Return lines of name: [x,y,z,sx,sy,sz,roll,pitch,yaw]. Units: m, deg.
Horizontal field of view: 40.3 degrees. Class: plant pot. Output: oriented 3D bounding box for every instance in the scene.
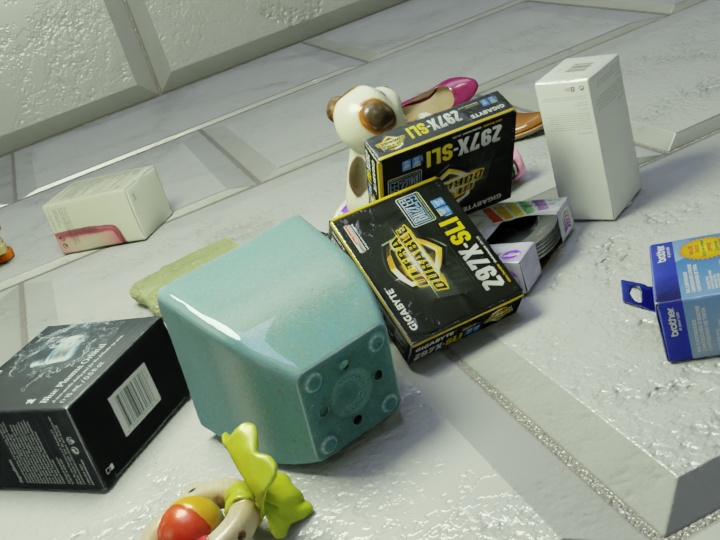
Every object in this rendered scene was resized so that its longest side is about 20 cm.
plant pot: [-0.066,0.090,1.053,0.196,0.197,0.200,-31,36,-27]

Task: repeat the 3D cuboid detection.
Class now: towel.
towel: [-0.257,0.010,1.557,0.199,0.037,0.148,-29,26,-24]

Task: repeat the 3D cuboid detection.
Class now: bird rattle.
bird rattle: [-0.140,0.251,0.906,0.162,0.113,0.200,-13,34,43]

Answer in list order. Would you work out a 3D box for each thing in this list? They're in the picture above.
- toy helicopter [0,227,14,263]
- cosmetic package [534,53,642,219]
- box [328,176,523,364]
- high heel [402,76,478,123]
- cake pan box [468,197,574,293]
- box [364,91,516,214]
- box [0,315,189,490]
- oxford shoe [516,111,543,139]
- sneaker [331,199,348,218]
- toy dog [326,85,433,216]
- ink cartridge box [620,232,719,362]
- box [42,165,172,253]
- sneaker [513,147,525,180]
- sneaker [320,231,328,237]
toy helicopter: [-0.766,-0.017,1.949,0.132,0.079,0.200,-24,27,-10]
cosmetic package: [0.314,-0.181,1.340,0.084,0.201,0.108,3,28,38]
box: [0.076,-0.005,1.182,0.159,0.049,0.201,-22,60,-20]
high heel: [0.140,-0.331,1.971,0.199,0.068,0.096,-24,9,27]
cake pan box: [0.170,-0.032,1.312,0.199,0.053,0.184,-1,31,36]
box: [0.106,-0.131,1.291,0.199,0.160,0.049,-22,49,-14]
box: [-0.348,0.159,1.193,0.199,0.118,0.197,-7,26,28]
oxford shoe: [0.243,-0.270,1.760,0.199,0.072,0.071,-1,27,32]
sneaker: [0.048,-0.093,1.513,0.200,0.070,0.099,-32,29,-28]
toy dog: [0.021,-0.168,1.394,0.193,0.201,0.139,-30,33,-21]
ink cartridge box: [0.374,0.021,1.011,0.199,0.077,0.137,-12,24,19]
box: [-0.495,-0.119,1.926,0.199,0.110,0.128,-8,25,22]
sneaker: [0.162,-0.155,1.575,0.199,0.079,0.095,4,43,44]
sneaker: [-0.077,-0.002,1.404,0.113,0.076,0.200,-1,23,37]
